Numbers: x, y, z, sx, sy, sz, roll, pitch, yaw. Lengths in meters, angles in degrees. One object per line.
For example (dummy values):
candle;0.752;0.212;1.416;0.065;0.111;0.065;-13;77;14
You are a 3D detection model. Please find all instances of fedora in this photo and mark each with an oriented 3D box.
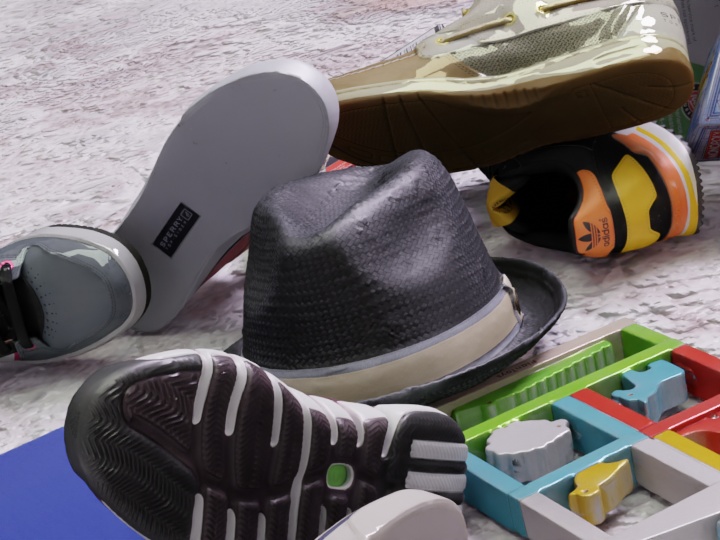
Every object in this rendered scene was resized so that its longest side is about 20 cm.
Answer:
fedora;0.000;0.000;0.972;0.200;0.092;0.201;-15;14;4

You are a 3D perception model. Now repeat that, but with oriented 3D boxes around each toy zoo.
toy zoo;0.116;0.075;0.851;0.131;0.020;0.200;-22;23;-23

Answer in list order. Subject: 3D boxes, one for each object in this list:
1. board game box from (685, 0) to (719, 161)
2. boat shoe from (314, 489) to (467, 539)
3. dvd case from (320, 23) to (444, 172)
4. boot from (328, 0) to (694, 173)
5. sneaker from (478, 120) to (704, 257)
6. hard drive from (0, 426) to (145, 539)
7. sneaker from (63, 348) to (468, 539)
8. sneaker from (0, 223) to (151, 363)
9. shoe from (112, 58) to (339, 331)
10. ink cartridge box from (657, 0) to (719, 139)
board game box;0.249;-0.138;1.084;0.200;0.200;0.062;-16;-16;-5
boat shoe;-0.050;0.132;0.725;0.093;0.075;0.200;12;31;35
dvd case;-0.001;-0.076;1.223;0.146;0.022;0.200;-32;21;9
boot;0.068;-0.138;1.089;0.200;0.072;0.155;-10;57;14
sneaker;0.094;-0.055;1.118;0.090;0.070;0.200;-19;24;-24
hard drive;-0.127;0.124;0.854;0.132;0.025;0.200;-24;25;-27
sneaker;-0.060;0.074;0.811;0.115;0.076;0.200;4;-10;44
sneaker;-0.215;0.030;1.053;0.200;0.084;0.121;-10;15;27
shoe;-0.066;-0.054;1.086;0.200;0.071;0.091;-47;5;38
ink cartridge box;0.232;-0.163;1.208;0.200;0.145;0.088;-18;21;-12
